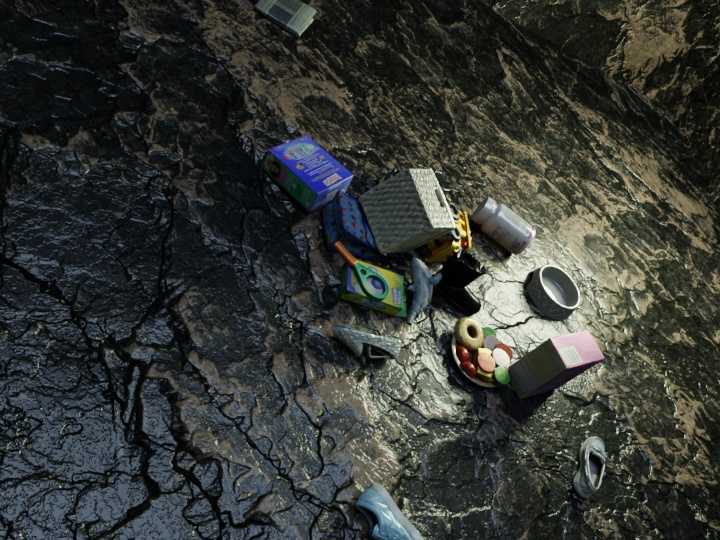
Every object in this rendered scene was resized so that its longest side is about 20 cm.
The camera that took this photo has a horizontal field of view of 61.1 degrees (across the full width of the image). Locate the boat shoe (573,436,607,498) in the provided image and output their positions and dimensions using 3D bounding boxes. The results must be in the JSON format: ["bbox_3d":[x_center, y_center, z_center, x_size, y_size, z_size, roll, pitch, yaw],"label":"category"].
[{"bbox_3d":[0.646,0.538,1.688,0.074,0.065,0.202,43,45,2],"label":"boat shoe"}]

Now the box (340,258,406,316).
[{"bbox_3d":[0.045,0.049,1.674,0.199,0.048,0.118,20,49,-22],"label":"box"}]

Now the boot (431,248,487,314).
[{"bbox_3d":[0.307,0.033,1.777,0.198,0.163,0.073,33,47,-7],"label":"boot"}]

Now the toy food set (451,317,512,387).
[{"bbox_3d":[0.345,0.236,1.726,0.197,0.049,0.200,24,47,-15],"label":"toy food set"}]

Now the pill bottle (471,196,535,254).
[{"bbox_3d":[0.483,-0.154,2.069,0.200,0.113,0.113,37,45,-5],"label":"pill bottle"}]

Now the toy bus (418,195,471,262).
[{"bbox_3d":[0.282,-0.103,1.902,0.192,0.136,0.201,27,47,-36],"label":"toy bus"}]

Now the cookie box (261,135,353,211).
[{"bbox_3d":[-0.152,-0.284,1.757,0.200,0.075,0.171,42,44,14],"label":"cookie box"}]

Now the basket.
[{"bbox_3d":[0.129,-0.168,1.740,0.161,0.200,0.199,-9,76,-58],"label":"basket"}]

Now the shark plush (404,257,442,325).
[{"bbox_3d":[0.152,0.065,1.725,0.083,0.091,0.200,34,67,-26],"label":"shark plush"}]

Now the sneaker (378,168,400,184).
[{"bbox_3d":[0.122,-0.232,1.911,0.074,0.081,0.200,-8,62,-37],"label":"sneaker"}]

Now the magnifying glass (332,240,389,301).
[{"bbox_3d":[0.000,0.000,1.636,0.200,0.022,0.080,47,46,8],"label":"magnifying glass"}]

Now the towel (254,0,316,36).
[{"bbox_3d":[-0.273,-0.949,2.234,0.192,0.035,0.200,29,48,-8],"label":"towel"}]

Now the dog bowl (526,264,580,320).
[{"bbox_3d":[0.655,0.067,2.055,0.200,0.059,0.201,17,49,-21],"label":"dog bowl"}]

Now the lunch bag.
[{"bbox_3d":[-0.003,-0.115,1.753,0.200,0.094,0.151,20,46,-37],"label":"lunch bag"}]

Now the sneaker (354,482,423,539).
[{"bbox_3d":[0.061,0.555,1.292,0.082,0.074,0.200,-29,68,-35],"label":"sneaker"}]

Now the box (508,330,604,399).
[{"bbox_3d":[0.549,0.268,1.733,0.175,0.200,0.097,-4,60,-36],"label":"box"}]

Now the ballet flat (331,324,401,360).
[{"bbox_3d":[0.018,0.186,1.542,0.199,0.072,0.072,15,50,-23],"label":"ballet flat"}]
